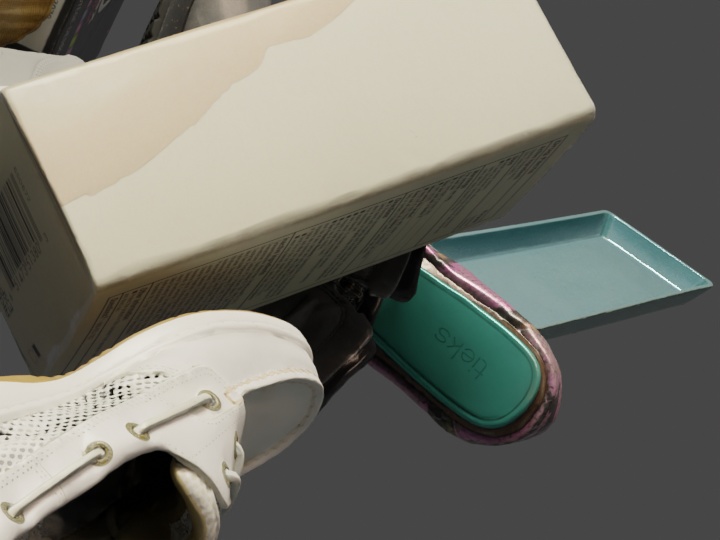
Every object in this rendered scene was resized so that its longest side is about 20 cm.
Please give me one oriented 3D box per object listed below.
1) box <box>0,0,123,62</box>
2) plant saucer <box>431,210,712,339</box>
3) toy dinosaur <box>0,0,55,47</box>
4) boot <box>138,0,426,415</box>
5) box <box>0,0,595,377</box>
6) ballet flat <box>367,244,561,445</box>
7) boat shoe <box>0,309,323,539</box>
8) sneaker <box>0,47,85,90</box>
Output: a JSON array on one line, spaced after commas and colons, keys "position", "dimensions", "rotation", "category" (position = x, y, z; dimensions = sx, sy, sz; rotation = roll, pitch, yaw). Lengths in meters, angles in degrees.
[{"position": [-0.151, -0.139, 1.078], "dimensions": [0.106, 0.122, 0.200], "rotation": [27, 21, -3], "category": "box"}, {"position": [0.096, 0.003, 1.208], "dimensions": [0.070, 0.019, 0.200], "rotation": [37, 23, 22], "category": "plant saucer"}, {"position": [-0.159, -0.119, 0.952], "dimensions": [0.101, 0.200, 0.058], "rotation": [-2, 25, -20], "category": "toy dinosaur"}, {"position": [-0.031, -0.046, 0.987], "dimensions": [0.132, 0.200, 0.070], "rotation": [25, -23, -6], "category": "boot"}, {"position": [-0.030, -0.039, 0.896], "dimensions": [0.200, 0.095, 0.078], "rotation": [-20, 75, -28], "category": "box"}, {"position": [0.000, 0.000, 1.038], "dimensions": [0.200, 0.069, 0.071], "rotation": [40, -3, 11], "category": "ballet flat"}, {"position": [-0.070, 0.065, 0.782], "dimensions": [0.069, 0.071, 0.200], "rotation": [39, 32, 24], "category": "boat shoe"}, {"position": [-0.166, -0.068, 0.879], "dimensions": [0.200, 0.075, 0.082], "rotation": [-4, 64, -53], "category": "sneaker"}]
